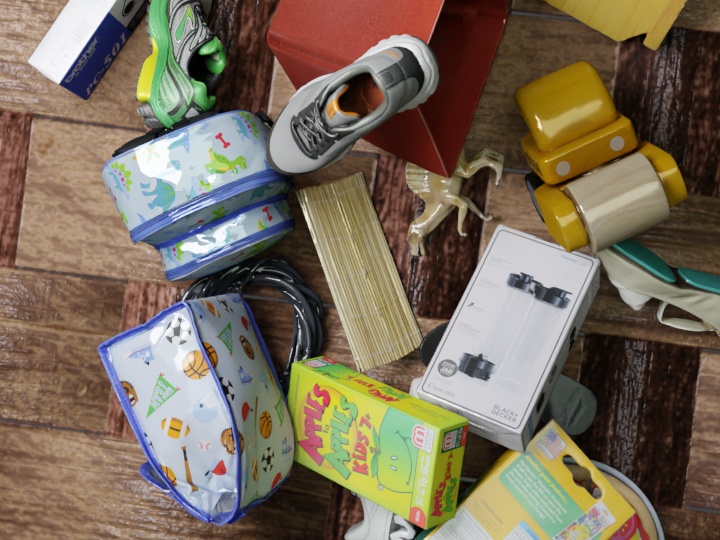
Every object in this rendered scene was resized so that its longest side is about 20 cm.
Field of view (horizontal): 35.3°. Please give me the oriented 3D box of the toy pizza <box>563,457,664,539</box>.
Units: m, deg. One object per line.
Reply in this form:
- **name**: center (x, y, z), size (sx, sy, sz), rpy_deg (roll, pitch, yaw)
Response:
- **toy pizza**: center (0.218, 0.297, 1.171), size (0.198, 0.032, 0.203), rpy_deg (0, 89, 4)

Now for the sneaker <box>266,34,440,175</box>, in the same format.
- **sneaker**: center (-0.023, -0.139, 0.988), size (0.199, 0.079, 0.074), rpy_deg (-29, 94, 42)

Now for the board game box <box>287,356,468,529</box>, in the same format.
- **board game box**: center (0.010, 0.166, 1.120), size (0.199, 0.047, 0.103), rpy_deg (19, 109, 40)

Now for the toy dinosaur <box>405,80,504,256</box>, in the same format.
- **toy dinosaur**: center (0.099, -0.111, 1.184), size (0.100, 0.058, 0.202), rpy_deg (11, 89, 5)

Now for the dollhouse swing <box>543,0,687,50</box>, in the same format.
- **dollhouse swing**: center (0.279, -0.379, 1.193), size (0.199, 0.176, 0.183), rpy_deg (29, 132, 3)

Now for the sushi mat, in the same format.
- **sushi mat**: center (0.000, 0.000, 1.181), size (0.012, 0.095, 0.202), rpy_deg (-23, 86, 47)

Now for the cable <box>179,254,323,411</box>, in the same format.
- **cable**: center (-0.126, 0.077, 1.201), size (0.162, 0.051, 0.202), rpy_deg (18, 94, 9)

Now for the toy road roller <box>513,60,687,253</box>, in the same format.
- **toy road roller**: center (0.219, -0.117, 1.109), size (0.122, 0.200, 0.147), rpy_deg (-24, 109, 3)

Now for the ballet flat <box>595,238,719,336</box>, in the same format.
- **ballet flat**: center (0.307, 0.020, 1.149), size (0.198, 0.069, 0.070), rpy_deg (22, 90, -15)

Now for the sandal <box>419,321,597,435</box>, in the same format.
- **sandal**: center (0.157, 0.109, 1.179), size (0.198, 0.045, 0.076), rpy_deg (25, 90, 4)

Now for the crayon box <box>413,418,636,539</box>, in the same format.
- **crayon box**: center (0.156, 0.260, 1.121), size (0.200, 0.052, 0.126), rpy_deg (-42, 87, -4)

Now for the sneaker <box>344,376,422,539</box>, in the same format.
- **sneaker**: center (0.035, 0.206, 1.175), size (0.080, 0.075, 0.202), rpy_deg (13, 89, 13)

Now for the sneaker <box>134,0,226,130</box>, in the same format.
- **sneaker**: center (-0.170, -0.231, 1.165), size (0.084, 0.078, 0.202), rpy_deg (-11, 60, 21)

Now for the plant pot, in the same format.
- **plant pot**: center (0.024, -0.238, 1.120), size (0.175, 0.200, 0.202), rpy_deg (16, 76, 19)

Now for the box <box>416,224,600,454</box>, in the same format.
- **box**: center (0.151, 0.065, 1.127), size (0.116, 0.060, 0.201), rpy_deg (19, 68, 22)

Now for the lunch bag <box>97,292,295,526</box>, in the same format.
- **lunch bag**: center (-0.145, 0.136, 1.093), size (0.123, 0.170, 0.202), rpy_deg (-27, 87, 14)

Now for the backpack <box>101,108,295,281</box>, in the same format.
- **backpack**: center (-0.151, -0.076, 1.127), size (0.181, 0.200, 0.148), rpy_deg (-24, 87, 2)

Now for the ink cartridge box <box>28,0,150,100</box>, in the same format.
- **ink cartridge box**: center (-0.263, -0.281, 1.192), size (0.044, 0.094, 0.201), rpy_deg (35, 91, 4)
